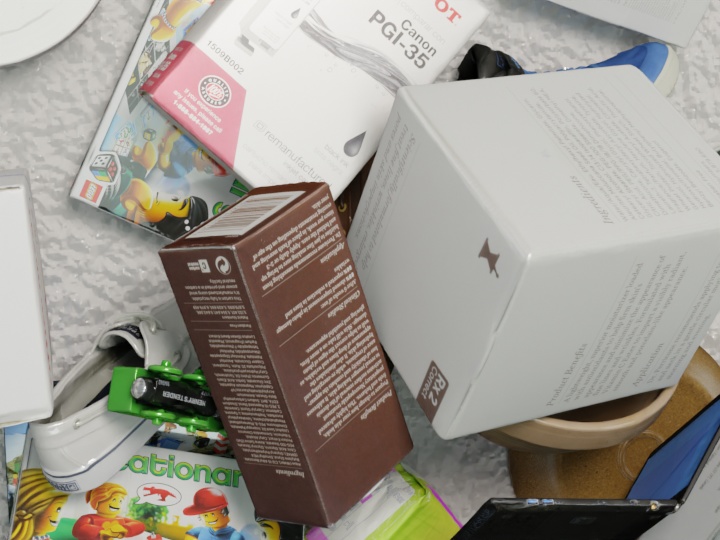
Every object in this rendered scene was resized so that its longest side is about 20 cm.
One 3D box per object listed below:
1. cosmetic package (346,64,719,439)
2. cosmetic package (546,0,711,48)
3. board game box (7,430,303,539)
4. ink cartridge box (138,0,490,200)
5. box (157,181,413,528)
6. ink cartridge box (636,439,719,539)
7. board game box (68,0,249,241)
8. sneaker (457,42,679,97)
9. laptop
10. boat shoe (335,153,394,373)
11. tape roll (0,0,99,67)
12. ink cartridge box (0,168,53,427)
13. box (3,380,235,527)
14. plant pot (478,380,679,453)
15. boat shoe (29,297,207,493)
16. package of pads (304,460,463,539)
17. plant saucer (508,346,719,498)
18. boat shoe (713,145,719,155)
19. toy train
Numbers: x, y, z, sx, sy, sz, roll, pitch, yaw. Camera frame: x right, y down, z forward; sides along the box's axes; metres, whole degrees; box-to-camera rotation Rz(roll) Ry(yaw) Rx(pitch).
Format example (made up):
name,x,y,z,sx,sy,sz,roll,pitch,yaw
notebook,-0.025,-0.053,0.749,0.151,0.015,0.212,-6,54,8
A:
name,x,y,z,sx,sy,sz,roll,pitch,yaw
cosmetic package,0.120,-0.017,0.942,0.199,0.165,0.165,-8,138,-30
cosmetic package,0.208,-0.276,1.024,0.150,0.052,0.201,15,121,-17
board game box,-0.138,0.185,0.979,0.199,0.035,0.127,10,52,-13
ink cartridge box,-0.032,-0.150,0.983,0.146,0.083,0.200,40,87,-14
box,-0.044,0.053,0.924,0.100,0.075,0.201,-37,115,-44
ink cartridge box,0.258,0.174,1.036,0.044,0.173,0.200,40,106,26
board game box,-0.112,-0.119,1.030,0.126,0.035,0.201,23,92,-14
sneaker,0.135,-0.132,1.057,0.200,0.077,0.111,-36,112,1
laptop,0.154,0.144,0.994,0.199,0.177,0.104,3,62,-13
boat shoe,0.000,0.000,1.056,0.067,0.072,0.201,7,91,18
tape roll,-0.261,-0.237,0.967,0.201,0.071,0.203,-1,97,-11
ink cartridge box,-0.248,0.013,0.933,0.084,0.200,0.145,-7,99,-10
box,-0.158,0.147,1.052,0.199,0.038,0.137,-3,98,-11
plant pot,0.126,0.066,1.050,0.200,0.201,0.093,6,134,-12
boat shoe,-0.150,0.063,0.979,0.073,0.200,0.066,6,130,28
package of pads,0.001,0.255,1.066,0.200,0.068,0.155,-41,120,-5
plant saucer,0.217,0.144,1.130,0.199,0.035,0.201,-2,97,-12
boat shoe,0.321,-0.075,1.111,0.200,0.060,0.076,-34,102,-6
toy train,-0.087,0.097,0.971,0.200,0.056,0.042,21,72,-48
